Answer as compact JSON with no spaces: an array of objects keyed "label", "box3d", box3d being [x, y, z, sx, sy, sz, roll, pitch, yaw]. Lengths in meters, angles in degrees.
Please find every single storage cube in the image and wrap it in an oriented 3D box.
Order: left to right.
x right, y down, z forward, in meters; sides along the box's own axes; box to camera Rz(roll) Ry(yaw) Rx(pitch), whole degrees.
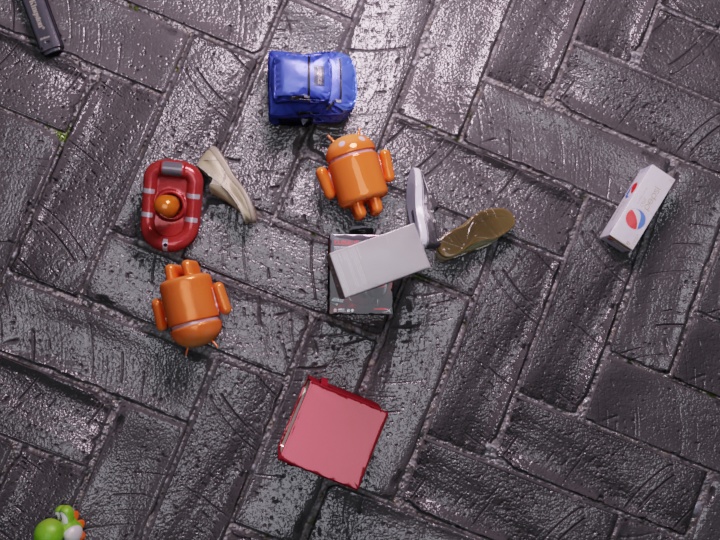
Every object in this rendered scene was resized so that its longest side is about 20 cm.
[{"label":"storage cube","box3d":[-0.063,0.345,1.647,0.180,0.171,0.200,22,84,-4]}]

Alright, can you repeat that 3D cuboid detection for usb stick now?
[{"label":"usb stick","box3d":[-0.721,-0.578,1.720,0.055,0.033,0.200,-20,89,-7]}]

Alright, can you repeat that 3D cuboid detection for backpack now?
[{"label":"backpack","box3d":[-0.103,-0.402,1.696,0.200,0.168,0.163,0,93,-9]}]

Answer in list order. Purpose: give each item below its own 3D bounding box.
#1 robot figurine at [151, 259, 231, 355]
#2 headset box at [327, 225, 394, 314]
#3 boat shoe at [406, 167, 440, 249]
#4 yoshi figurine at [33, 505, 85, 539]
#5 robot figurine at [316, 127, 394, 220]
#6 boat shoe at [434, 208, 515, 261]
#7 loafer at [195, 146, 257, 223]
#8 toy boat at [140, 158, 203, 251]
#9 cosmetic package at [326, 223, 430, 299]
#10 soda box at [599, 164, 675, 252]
[{"label":"robot figurine","box3d":[-0.370,0.080,1.666,0.144,0.117,0.200,-12,86,-33]},{"label":"headset box","box3d":[0.000,0.000,1.721,0.148,0.075,0.200,2,86,-5]},{"label":"boat shoe","box3d":[0.149,-0.139,1.734,0.066,0.070,0.200,2,64,-17]},{"label":"yoshi figurine","box3d":[-0.635,0.602,1.615,0.112,0.112,0.200,-13,84,1]},{"label":"robot figurine","box3d":[-0.011,-0.215,1.707,0.144,0.117,0.200,-18,87,32]},{"label":"boat shoe","box3d":[0.262,-0.080,1.765,0.200,0.063,0.073,-30,77,-13]},{"label":"loafer","box3d":[-0.299,-0.181,1.713,0.068,0.076,0.200,-33,80,-5]},{"label":"toy boat","box3d":[-0.415,-0.138,1.660,0.130,0.131,0.200,5,99,-4]},{"label":"cosmetic package","box3d":[0.037,-0.019,1.646,0.200,0.090,0.107,-18,88,-10]},{"label":"soda box","box3d":[0.646,-0.144,1.792,0.068,0.064,0.200,33,85,-2]}]
